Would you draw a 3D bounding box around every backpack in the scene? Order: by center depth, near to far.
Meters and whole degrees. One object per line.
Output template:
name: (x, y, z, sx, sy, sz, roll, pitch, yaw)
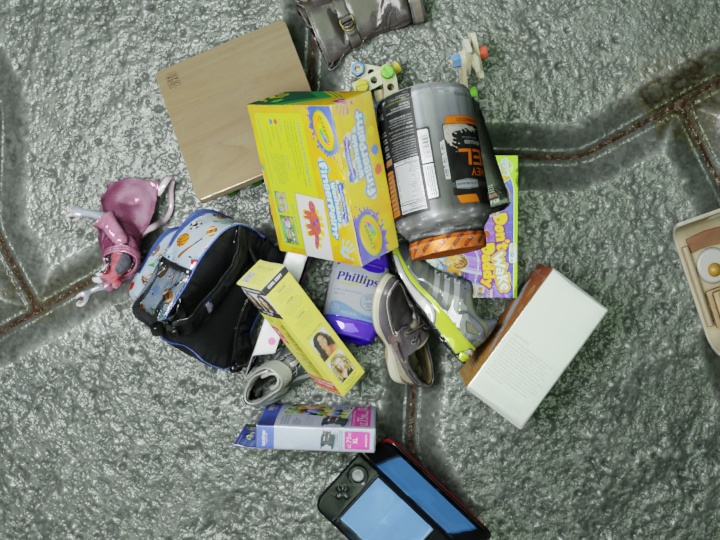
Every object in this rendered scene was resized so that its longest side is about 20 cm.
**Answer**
backpack: (-0.207, 0.017, 1.261, 0.153, 0.200, 0.192, 32, 84, 32)

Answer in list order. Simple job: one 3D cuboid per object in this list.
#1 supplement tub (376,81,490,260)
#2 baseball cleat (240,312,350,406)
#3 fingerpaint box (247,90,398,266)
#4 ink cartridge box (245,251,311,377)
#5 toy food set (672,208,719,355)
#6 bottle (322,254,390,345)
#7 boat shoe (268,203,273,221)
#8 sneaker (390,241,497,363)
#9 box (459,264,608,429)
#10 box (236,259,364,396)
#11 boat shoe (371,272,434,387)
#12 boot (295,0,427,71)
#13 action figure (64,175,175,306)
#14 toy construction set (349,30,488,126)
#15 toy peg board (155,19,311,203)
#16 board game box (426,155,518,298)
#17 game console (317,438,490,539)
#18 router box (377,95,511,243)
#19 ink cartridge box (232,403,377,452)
supplement tub: (0.093, -0.120, 1.130, 0.121, 0.123, 0.203, -10, 86, 2)
baseball cleat: (-0.085, 0.129, 1.299, 0.200, 0.106, 0.070, -43, 87, 1)
fingerpaint box: (-0.047, -0.120, 1.154, 0.073, 0.166, 0.203, -27, 115, -37)
ink cartridge box: (-0.113, 0.054, 1.300, 0.037, 0.095, 0.202, 21, 94, 0)
toy food set: (0.544, 0.005, 1.298, 0.142, 0.060, 0.203, -19, 92, 2)
bottle: (0.000, 0.000, 1.289, 0.082, 0.065, 0.203, 12, 76, -2)
boat shoe: (-0.044, -0.121, 1.302, 0.198, 0.070, 0.071, -27, 93, 4)
sneaker: (0.110, 0.027, 1.264, 0.081, 0.074, 0.201, -36, 85, -3)
box: (0.238, 0.102, 1.279, 0.097, 0.124, 0.201, 36, 93, -1)
box: (-0.078, 0.077, 1.219, 0.050, 0.075, 0.201, -47, 119, -20)
boat shoe: (0.065, 0.087, 1.264, 0.064, 0.072, 0.202, 15, 137, 30)
boot: (-0.011, -0.402, 1.284, 0.172, 0.069, 0.203, -19, 95, 2)
action figure: (-0.324, -0.034, 1.258, 0.147, 0.201, 0.136, -3, 125, -12)
toy construction set: (0.089, -0.256, 1.285, 0.197, 0.092, 0.133, -15, 93, 13)
toy peg board: (-0.158, -0.213, 1.299, 0.198, 0.098, 0.202, -22, 77, 1)
board game box: (0.157, -0.063, 1.312, 0.132, 0.045, 0.203, 0, 93, 1)
game console: (0.056, 0.354, 1.302, 0.200, 0.119, 0.173, 43, 93, -1)
router box: (0.085, -0.127, 1.224, 0.197, 0.062, 0.152, -17, 84, 1)
ink cartridge box: (-0.075, 0.221, 1.297, 0.197, 0.119, 0.043, -1, 96, 2)
